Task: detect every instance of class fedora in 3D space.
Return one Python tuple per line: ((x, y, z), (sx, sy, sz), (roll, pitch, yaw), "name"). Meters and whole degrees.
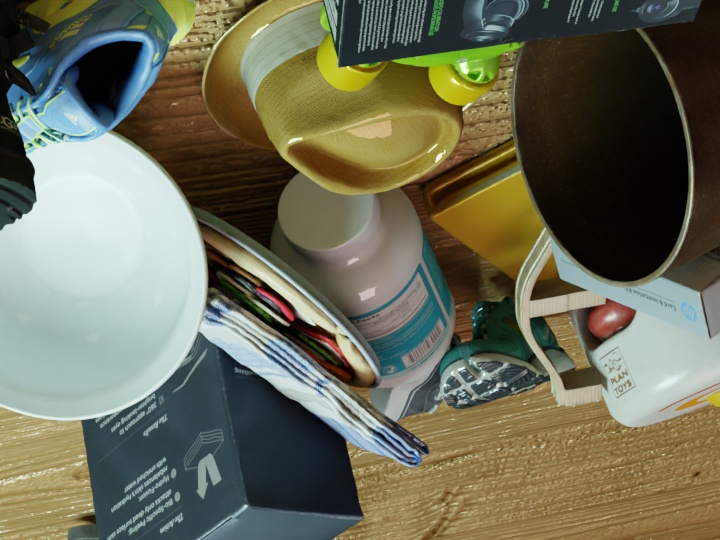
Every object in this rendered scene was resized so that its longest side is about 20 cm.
((0.001, -0.105, 1.019), (0.199, 0.082, 0.201), (-10, 150, -6), "fedora")

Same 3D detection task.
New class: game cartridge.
((0.168, -0.055, 1.235), (0.176, 0.033, 0.200), (-27, 150, 21), "game cartridge")

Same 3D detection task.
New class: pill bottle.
((0.000, 0.000, 1.172), (0.110, 0.111, 0.200), (-17, 150, 6), "pill bottle")

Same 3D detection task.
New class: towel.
((-0.055, 0.073, 1.135), (0.200, 0.024, 0.147), (38, 167, -21), "towel")

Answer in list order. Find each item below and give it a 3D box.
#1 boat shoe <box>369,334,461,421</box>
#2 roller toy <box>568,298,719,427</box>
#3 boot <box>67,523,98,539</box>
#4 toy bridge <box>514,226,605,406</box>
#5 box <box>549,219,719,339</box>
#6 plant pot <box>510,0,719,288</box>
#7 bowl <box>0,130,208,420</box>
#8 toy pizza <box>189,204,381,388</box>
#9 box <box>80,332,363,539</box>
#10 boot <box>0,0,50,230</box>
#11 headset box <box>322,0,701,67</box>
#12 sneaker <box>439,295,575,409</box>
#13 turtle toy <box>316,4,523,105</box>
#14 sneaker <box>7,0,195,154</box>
((0.058, 0.075, 1.365), (0.067, 0.072, 0.200), (-4, 151, -13), "boat shoe")
((0.267, 0.044, 1.291), (0.199, 0.141, 0.182), (-25, 165, 17), "roller toy")
((-0.170, 0.264, 1.607), (0.173, 0.070, 0.200), (-26, 141, 26), "boot")
((0.151, 0.018, 1.214), (0.067, 0.027, 0.201), (-10, 124, -9), "toy bridge")
((0.256, -0.036, 1.118), (0.199, 0.156, 0.041), (-31, 120, -23), "box")
((0.231, -0.105, 1.051), (0.199, 0.188, 0.187), (-16, 154, -26), "plant pot")
((-0.189, -0.011, 1.052), (0.199, 0.090, 0.203), (2, 108, 5), "bowl")
((-0.070, 0.025, 1.129), (0.032, 0.200, 0.200), (-52, 153, -14), "toy pizza")
((-0.117, 0.141, 1.273), (0.117, 0.201, 0.196), (13, 142, -38), "box")
((-0.255, -0.080, 0.875), (0.197, 0.163, 0.073), (-25, 150, 21), "boot")
((0.070, -0.205, 0.785), (0.198, 0.175, 0.093), (-8, 151, -9), "headset box")
((0.109, 0.063, 1.308), (0.077, 0.080, 0.200), (-25, 172, 22), "sneaker")
((0.027, -0.172, 0.896), (0.199, 0.102, 0.146), (5, 157, -26), "turtle toy")
((-0.184, -0.103, 0.913), (0.199, 0.105, 0.076), (-34, 115, 18), "sneaker")
